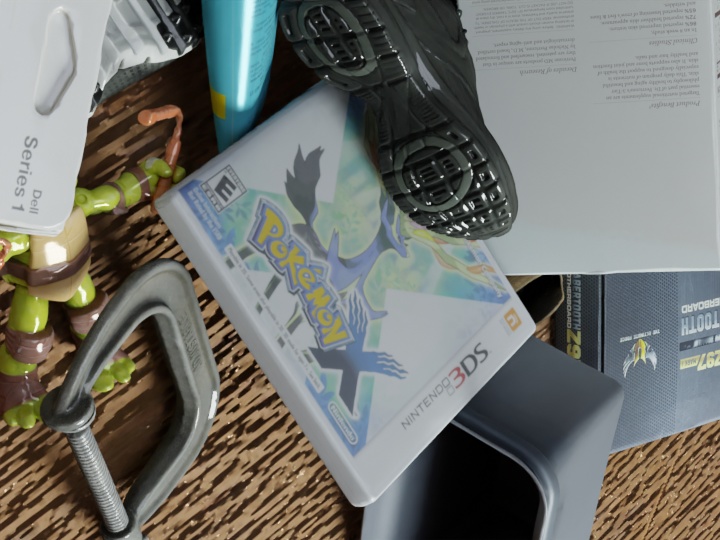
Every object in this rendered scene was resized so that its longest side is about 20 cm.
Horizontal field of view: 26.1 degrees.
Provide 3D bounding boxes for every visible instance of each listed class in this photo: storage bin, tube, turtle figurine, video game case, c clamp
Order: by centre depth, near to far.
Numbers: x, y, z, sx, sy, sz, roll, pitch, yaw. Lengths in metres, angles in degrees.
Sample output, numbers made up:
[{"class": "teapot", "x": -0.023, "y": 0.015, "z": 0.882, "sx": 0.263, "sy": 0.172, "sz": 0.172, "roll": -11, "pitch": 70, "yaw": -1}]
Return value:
[{"class": "turtle figurine", "x": -0.167, "y": 0.001, "z": 0.800, "sx": 0.200, "sy": 0.064, "sz": 0.162, "roll": -40, "pitch": 144, "yaw": -45}, {"class": "tube", "x": -0.064, "y": -0.142, "z": 0.839, "sx": 0.200, "sy": 0.050, "sz": 0.078, "roll": 93, "pitch": 16, "yaw": -44}, {"class": "c clamp", "x": -0.128, "y": 0.095, "z": 0.848, "sx": 0.171, "sy": 0.027, "sz": 0.200, "roll": -49, "pitch": 151, "yaw": -34}, {"class": "video game case", "x": 0.000, "y": 0.000, "z": 0.879, "sx": 0.182, "sy": 0.022, "sz": 0.200, "roll": -41, "pitch": 102, "yaw": -41}, {"class": "storage bin", "x": 0.099, "y": 0.147, "z": 0.993, "sx": 0.134, "sy": 0.145, "sz": 0.200, "roll": -35, "pitch": 142, "yaw": -41}]

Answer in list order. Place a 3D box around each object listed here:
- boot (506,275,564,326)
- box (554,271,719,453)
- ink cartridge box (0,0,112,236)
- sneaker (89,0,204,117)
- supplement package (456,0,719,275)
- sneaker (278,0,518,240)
[{"class": "boot", "x": 0.048, "y": 0.031, "z": 0.998, "sx": 0.200, "sy": 0.075, "sz": 0.074, "roll": -27, "pitch": 115, "yaw": -32}, {"class": "box", "x": 0.228, "y": 0.040, "z": 1.161, "sx": 0.200, "sy": 0.051, "sz": 0.158, "roll": -9, "pitch": 103, "yaw": -39}, {"class": "ink cartridge box", "x": -0.199, "y": -0.100, "z": 0.691, "sx": 0.084, "sy": 0.200, "sz": 0.146, "roll": 10, "pitch": 90, "yaw": -38}, {"class": "sneaker", "x": -0.152, "y": -0.115, "z": 0.818, "sx": 0.067, "sy": 0.090, "sz": 0.200, "roll": 59, "pitch": 35, "yaw": -15}, {"class": "supplement package", "x": 0.154, "y": -0.112, "z": 0.980, "sx": 0.151, "sy": 0.151, "sz": 0.201, "roll": -41, "pitch": 127, "yaw": -68}, {"class": "sneaker", "x": 0.038, "y": -0.105, "z": 0.873, "sx": 0.200, "sy": 0.076, "sz": 0.091, "roll": 58, "pitch": 43, "yaw": -26}]
